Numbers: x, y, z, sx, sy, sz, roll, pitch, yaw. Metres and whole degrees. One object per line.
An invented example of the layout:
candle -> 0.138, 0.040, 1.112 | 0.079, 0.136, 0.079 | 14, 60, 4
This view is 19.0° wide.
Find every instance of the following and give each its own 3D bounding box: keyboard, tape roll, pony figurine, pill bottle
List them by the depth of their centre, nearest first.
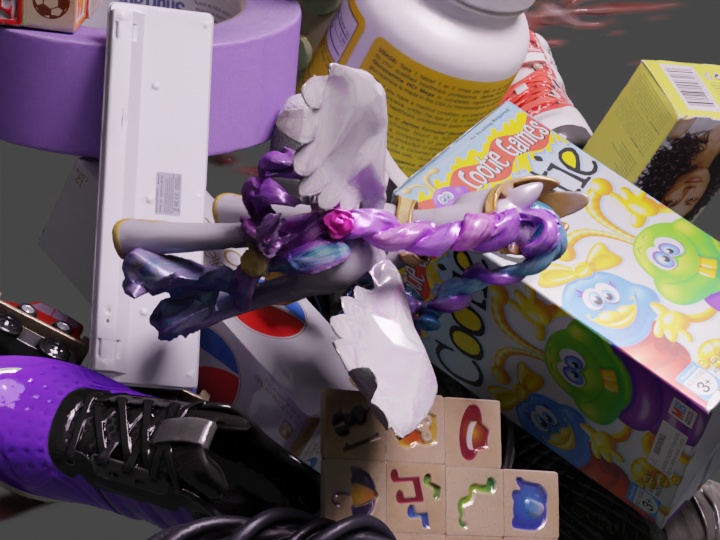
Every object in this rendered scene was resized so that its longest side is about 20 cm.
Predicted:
pony figurine -> -0.011, -0.012, 1.015 | 0.193, 0.200, 0.167 | -18, 100, -62
keyboard -> -0.106, -0.039, 1.102 | 0.056, 0.011, 0.200 | 7, 77, -22
tape roll -> -0.135, -0.125, 1.221 | 0.200, 0.066, 0.200 | 4, 21, -2
pill bottle -> 0.031, -0.120, 1.282 | 0.112, 0.200, 0.113 | 19, 38, -15

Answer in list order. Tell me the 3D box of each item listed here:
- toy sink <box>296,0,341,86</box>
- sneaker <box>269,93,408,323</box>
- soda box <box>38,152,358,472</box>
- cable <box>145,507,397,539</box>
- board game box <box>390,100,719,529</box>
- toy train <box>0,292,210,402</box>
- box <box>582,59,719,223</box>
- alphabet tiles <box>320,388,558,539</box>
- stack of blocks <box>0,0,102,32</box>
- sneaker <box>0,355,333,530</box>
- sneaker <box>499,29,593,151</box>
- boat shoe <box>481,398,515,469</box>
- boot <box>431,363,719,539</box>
toy sink -> -0.051, -0.203, 1.390 | 0.130, 0.112, 0.200 | 34, 31, 6
sneaker -> 0.000, 0.000, 1.220 | 0.200, 0.073, 0.112 | 44, 57, -40
soda box -> -0.081, 0.022, 1.146 | 0.200, 0.068, 0.064 | 46, 39, 21
cable -> -0.046, 0.184, 0.938 | 0.200, 0.051, 0.163 | 4, 79, -15
board game box -> 0.116, 0.021, 1.133 | 0.200, 0.105, 0.103 | 36, 52, 21
toy train -> -0.166, 0.038, 1.102 | 0.200, 0.034, 0.046 | 27, 25, -5
box -> 0.151, -0.033, 1.263 | 0.075, 0.200, 0.050 | -1, 49, -34
alphabet tiles -> 0.025, 0.157, 1.015 | 0.167, 0.008, 0.200 | 6, 77, -30
stack of blocks -> -0.194, -0.193, 1.211 | 0.115, 0.059, 0.200 | 6, 21, 3
sneaker -> -0.098, 0.083, 1.020 | 0.200, 0.100, 0.070 | 23, 66, -11
sneaker -> 0.100, -0.098, 1.334 | 0.108, 0.067, 0.201 | 65, 7, 7
boat shoe -> 0.028, 0.131, 1.096 | 0.073, 0.063, 0.200 | 33, 36, 5
boot -> 0.128, 0.098, 1.223 | 0.200, 0.068, 0.131 | 49, 29, 23
